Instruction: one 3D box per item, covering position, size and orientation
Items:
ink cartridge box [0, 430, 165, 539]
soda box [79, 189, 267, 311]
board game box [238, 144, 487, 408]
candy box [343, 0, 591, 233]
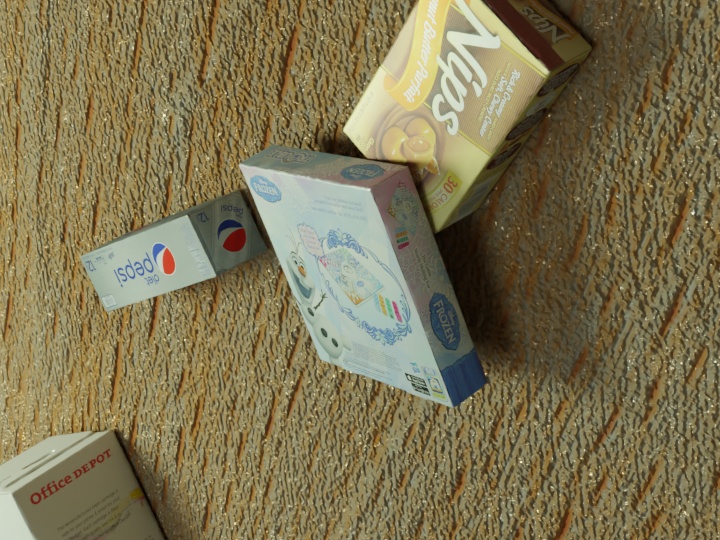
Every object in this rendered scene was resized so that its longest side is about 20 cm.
[{"bbox_3d":[-0.327,0.300,1.851,0.145,0.147,0.200,-11,106,49],"label":"ink cartridge box"},{"bbox_3d":[-0.178,-0.017,1.554,0.200,0.068,0.064,-17,101,49],"label":"soda box"},{"bbox_3d":[0.000,0.000,1.352,0.200,0.043,0.199,15,134,55],"label":"board game box"},{"bbox_3d":[0.074,-0.133,1.225,0.115,0.055,0.200,48,140,12],"label":"candy box"}]
